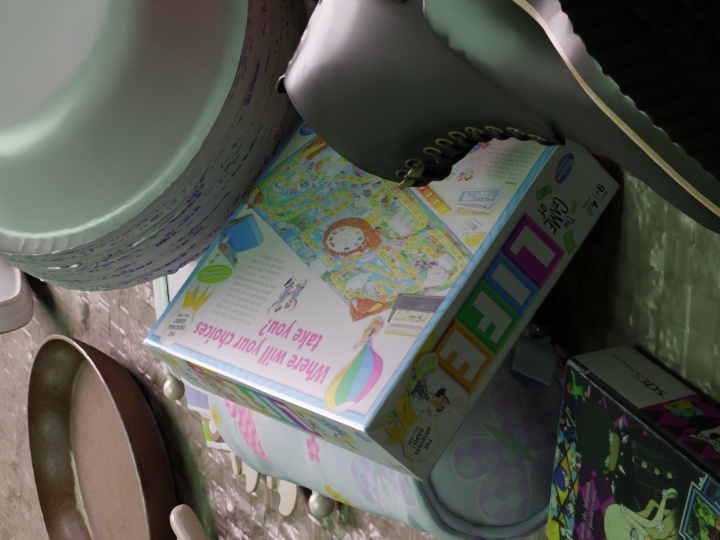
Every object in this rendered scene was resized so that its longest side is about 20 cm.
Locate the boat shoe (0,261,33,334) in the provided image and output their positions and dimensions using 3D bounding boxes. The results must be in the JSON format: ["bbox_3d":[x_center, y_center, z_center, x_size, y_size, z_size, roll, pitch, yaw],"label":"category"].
[{"bbox_3d":[-0.279,-0.033,1.313,0.200,0.070,0.070,51,143,42],"label":"boat shoe"}]

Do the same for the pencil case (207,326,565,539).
[{"bbox_3d":[0.009,0.057,0.812,0.200,0.083,0.092,6,88,60],"label":"pencil case"}]

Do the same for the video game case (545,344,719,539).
[{"bbox_3d":[0.127,0.155,0.680,0.181,0.036,0.202,38,132,50],"label":"video game case"}]

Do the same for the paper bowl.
[{"bbox_3d":[-0.131,-0.099,0.875,0.199,0.104,0.202,-9,71,26],"label":"paper bowl"}]

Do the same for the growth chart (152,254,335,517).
[{"bbox_3d":[-0.069,0.044,1.016,0.200,0.018,0.146,26,123,56],"label":"growth chart"}]

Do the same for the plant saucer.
[{"bbox_3d":[-0.160,0.136,1.199,0.200,0.034,0.202,29,124,54],"label":"plant saucer"}]

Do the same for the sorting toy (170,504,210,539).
[{"bbox_3d":[-0.065,0.257,1.078,0.185,0.036,0.201,54,147,38],"label":"sorting toy"}]

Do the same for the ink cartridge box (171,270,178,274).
[{"bbox_3d":[-0.138,-0.110,1.013,0.116,0.067,0.201,-52,52,46],"label":"ink cartridge box"}]

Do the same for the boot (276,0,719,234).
[{"bbox_3d":[0.059,-0.055,0.660,0.200,0.077,0.139,49,139,22],"label":"boot"}]

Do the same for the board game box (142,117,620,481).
[{"bbox_3d":[0.000,0.000,0.766,0.034,0.135,0.200,42,167,-28],"label":"board game box"}]
